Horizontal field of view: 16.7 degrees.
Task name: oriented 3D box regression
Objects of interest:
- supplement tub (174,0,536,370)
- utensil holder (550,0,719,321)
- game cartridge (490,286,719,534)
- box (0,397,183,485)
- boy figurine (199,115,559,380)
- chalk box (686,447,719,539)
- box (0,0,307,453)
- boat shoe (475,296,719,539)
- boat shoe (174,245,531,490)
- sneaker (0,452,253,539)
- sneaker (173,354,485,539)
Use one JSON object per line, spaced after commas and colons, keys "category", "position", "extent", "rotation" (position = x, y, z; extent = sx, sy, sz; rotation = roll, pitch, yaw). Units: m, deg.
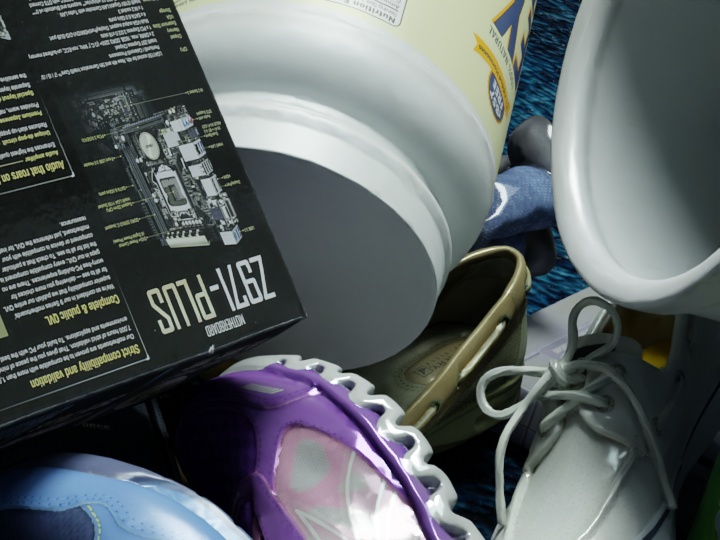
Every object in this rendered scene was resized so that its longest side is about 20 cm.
{"category": "supplement tub", "position": [-0.012, -0.078, 0.917], "extent": [0.144, 0.145, 0.201], "rotation": [16, 52, -1]}
{"category": "utensil holder", "position": [0.196, -0.049, 0.894], "extent": [0.199, 0.171, 0.170], "rotation": [14, 20, -27]}
{"category": "game cartridge", "position": [0.134, 0.052, 1.081], "extent": [0.129, 0.039, 0.200], "rotation": [23, 22, 26]}
{"category": "box", "position": [-0.164, 0.062, 0.818], "extent": [0.199, 0.051, 0.158], "rotation": [9, 22, -18]}
{"category": "boy figurine", "position": [0.000, 0.000, 1.018], "extent": [0.199, 0.124, 0.065], "rotation": [-19, 73, -30]}
{"category": "chalk box", "position": [0.191, 0.109, 0.857], "extent": [0.124, 0.125, 0.200], "rotation": [9, 23, -19]}
{"category": "box", "position": [-0.133, -0.024, 0.748], "extent": [0.200, 0.086, 0.165], "rotation": [-20, 85, -52]}
{"category": "boat shoe", "position": [0.089, 0.052, 0.913], "extent": [0.074, 0.086, 0.202], "rotation": [-7, 26, 34]}
{"category": "boat shoe", "position": [-0.004, 0.048, 0.927], "extent": [0.073, 0.063, 0.200], "rotation": [32, 37, 31]}
{"category": "sneaker", "position": [-0.051, 0.127, 0.689], "extent": [0.200, 0.074, 0.082], "rotation": [39, 40, 24]}
{"category": "sneaker", "position": [-0.006, 0.105, 0.779], "extent": [0.088, 0.081, 0.200], "rotation": [-18, 49, -36]}
